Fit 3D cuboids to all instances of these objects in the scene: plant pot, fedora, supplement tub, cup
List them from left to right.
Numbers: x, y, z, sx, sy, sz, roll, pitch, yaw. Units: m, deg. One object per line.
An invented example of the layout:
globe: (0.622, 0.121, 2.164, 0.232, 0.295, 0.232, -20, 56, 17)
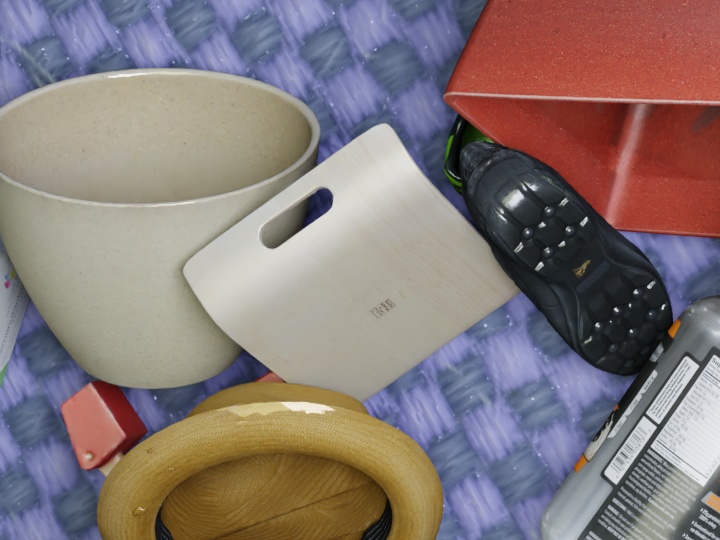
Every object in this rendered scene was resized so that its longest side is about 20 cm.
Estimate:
cup: (-0.123, -0.016, 1.650, 0.199, 0.200, 0.144, 6, 116, 12)
fedora: (-0.051, 0.120, 1.603, 0.199, 0.201, 0.082, -12, 43, 11)
plant pot: (0.194, -0.134, 1.556, 0.199, 0.200, 0.177, 5, 71, 35)
supplement tub: (0.202, 0.102, 1.598, 0.122, 0.123, 0.201, 36, 96, 10)

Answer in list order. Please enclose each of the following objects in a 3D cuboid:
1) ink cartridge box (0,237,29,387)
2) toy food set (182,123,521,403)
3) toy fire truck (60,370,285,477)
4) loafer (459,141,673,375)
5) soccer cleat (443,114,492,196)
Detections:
ink cartridge box: (-0.273, 0.044, 1.660, 0.087, 0.200, 0.146, 19, 93, 11)
toy food set: (0.000, 0.000, 1.607, 0.143, 0.200, 0.061, -35, 57, 9)
toy fire truck: (-0.076, 0.132, 1.694, 0.141, 0.049, 0.201, -33, 84, 10)
loafer: (0.119, -0.009, 1.600, 0.068, 0.201, 0.070, -41, 45, 3)
soccer cleat: (0.107, -0.131, 1.642, 0.067, 0.081, 0.201, 26, 94, 11)
